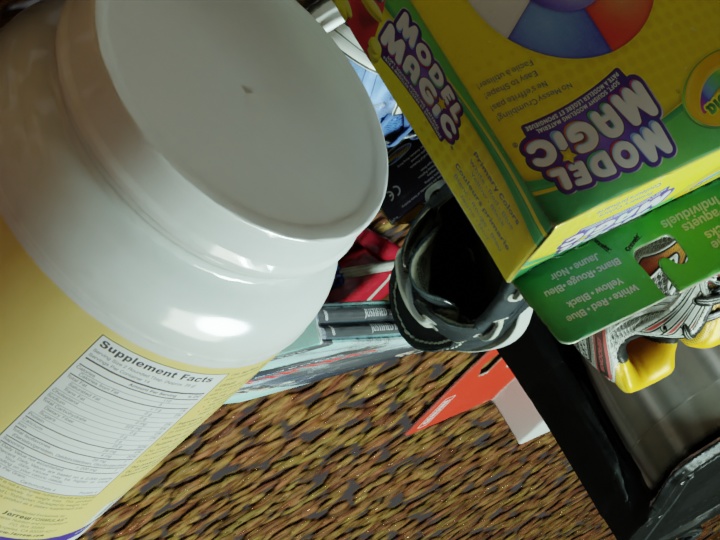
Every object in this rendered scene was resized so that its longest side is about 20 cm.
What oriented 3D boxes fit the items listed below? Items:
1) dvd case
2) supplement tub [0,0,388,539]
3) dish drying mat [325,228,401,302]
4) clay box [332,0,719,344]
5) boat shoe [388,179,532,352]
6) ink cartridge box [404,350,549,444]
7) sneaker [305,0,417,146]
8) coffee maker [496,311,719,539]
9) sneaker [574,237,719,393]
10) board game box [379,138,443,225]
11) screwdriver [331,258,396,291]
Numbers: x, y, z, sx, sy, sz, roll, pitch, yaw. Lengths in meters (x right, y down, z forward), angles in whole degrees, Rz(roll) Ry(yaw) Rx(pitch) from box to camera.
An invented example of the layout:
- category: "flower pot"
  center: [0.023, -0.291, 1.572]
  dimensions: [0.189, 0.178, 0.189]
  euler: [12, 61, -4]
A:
- category: "dvd case"
  center: [-0.041, 0.040, 1.383]
  dimensions: [0.145, 0.022, 0.200]
  euler: [-16, 173, 22]
- category: "supplement tub"
  center: [-0.098, -0.005, 1.037]
  dimensions: [0.200, 0.146, 0.145]
  euler: [-43, 163, 35]
- category: "dish drying mat"
  center: [-0.017, 0.010, 1.468]
  dimensions: [0.077, 0.018, 0.200]
  euler: [-38, 173, 4]
- category: "clay box"
  center: [0.063, -0.084, 1.002]
  dimensions: [0.114, 0.201, 0.048]
  euler: [-25, 164, -29]
- category: "boat shoe"
  center: [0.046, -0.007, 1.254]
  dimensions: [0.060, 0.076, 0.200]
  euler: [-20, 167, -26]
- category: "ink cartridge box"
  center: [0.144, 0.052, 1.967]
  dimensions: [0.173, 0.044, 0.200]
  euler: [-22, 163, -40]
- category: "sneaker"
  center: [0.035, -0.084, 1.200]
  dimensions: [0.199, 0.077, 0.076]
  euler: [-27, 167, -16]
- category: "coffee maker"
  center: [0.125, 0.036, 1.543]
  dimensions: [0.134, 0.201, 0.192]
  euler: [-16, 156, -43]
- category: "sneaker"
  center: [0.152, -0.017, 1.285]
  dimensions: [0.078, 0.082, 0.200]
  euler: [-22, 163, -35]
- category: "board game box"
  center: [0.108, -0.099, 1.348]
  dimensions: [0.200, 0.057, 0.165]
  euler: [-39, 163, 25]
- category: "screwdriver"
  center: [0.000, 0.000, 1.353]
  dimensions: [0.029, 0.028, 0.199]
  euler: [-7, -179, 39]
